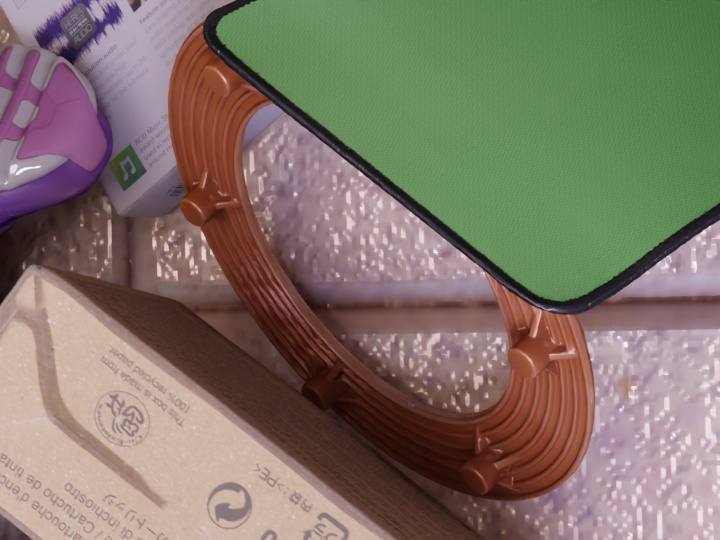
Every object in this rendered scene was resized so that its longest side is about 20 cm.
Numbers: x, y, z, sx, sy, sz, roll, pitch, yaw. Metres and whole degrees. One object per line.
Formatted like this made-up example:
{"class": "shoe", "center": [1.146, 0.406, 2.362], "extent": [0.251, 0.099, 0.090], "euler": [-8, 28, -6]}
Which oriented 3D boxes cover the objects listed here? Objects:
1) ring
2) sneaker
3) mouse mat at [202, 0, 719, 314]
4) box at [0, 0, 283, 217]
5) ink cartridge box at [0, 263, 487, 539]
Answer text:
{"class": "ring", "center": [0.000, 0.000, 0.943], "extent": [0.200, 0.019, 0.201], "euler": [35, 148, 26]}
{"class": "sneaker", "center": [-0.165, -0.024, 1.077], "extent": [0.199, 0.081, 0.089], "euler": [-12, 125, 37]}
{"class": "mouse mat", "center": [0.068, -0.071, 0.882], "extent": [0.161, 0.200, 0.008], "euler": [39, 141, 25]}
{"class": "box", "center": [-0.083, -0.142, 1.054], "extent": [0.144, 0.036, 0.201], "euler": [-38, 73, 26]}
{"class": "ink cartridge box", "center": [-0.031, 0.088, 0.922], "extent": [0.200, 0.165, 0.075], "euler": [37, 92, 13]}
